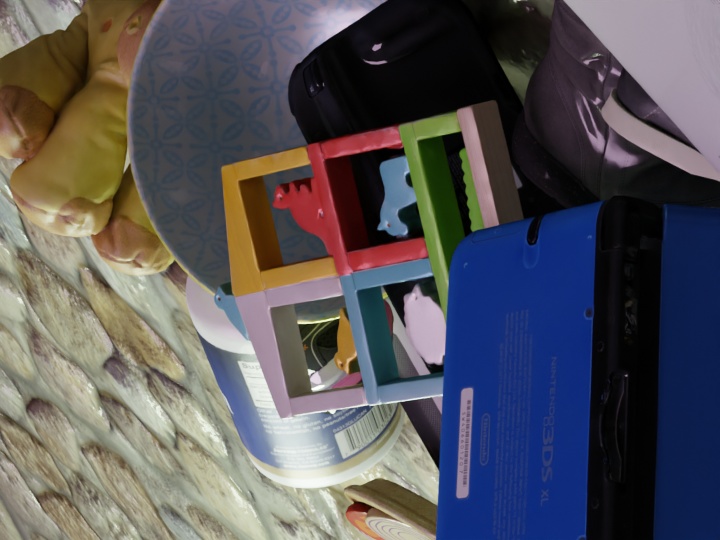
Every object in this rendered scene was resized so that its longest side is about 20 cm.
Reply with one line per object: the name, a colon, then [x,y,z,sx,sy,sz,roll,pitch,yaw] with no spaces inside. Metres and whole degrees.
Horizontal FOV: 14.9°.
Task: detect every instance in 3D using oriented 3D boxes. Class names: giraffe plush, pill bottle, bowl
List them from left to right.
giraffe plush: [-0.102,-0.115,1.553,0.172,0.201,0.162,33,150,-25]
pill bottle: [-0.046,0.033,1.727,0.111,0.111,0.201,32,152,40]
bowl: [-0.013,-0.077,1.445,0.200,0.200,0.108,44,-159,17]

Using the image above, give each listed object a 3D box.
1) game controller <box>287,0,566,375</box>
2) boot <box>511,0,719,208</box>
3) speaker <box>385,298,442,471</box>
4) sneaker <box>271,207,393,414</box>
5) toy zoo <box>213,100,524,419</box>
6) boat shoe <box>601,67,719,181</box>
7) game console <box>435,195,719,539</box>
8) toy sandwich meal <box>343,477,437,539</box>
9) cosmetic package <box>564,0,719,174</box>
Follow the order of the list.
game controller: [0.044,-0.037,1.343,0.201,0.104,0.042,62,-170,10]
boot: [0.153,-0.053,1.241,0.200,0.070,0.132,35,145,16]
speaker: [0.065,0.071,1.606,0.081,0.081,0.201,17,142,56]
sneaker: [-0.031,-0.022,1.534,0.086,0.080,0.201,38,-154,-33]
toy zoo: [0.000,0.000,1.334,0.199,0.020,0.132,-10,94,42]
boat shoe: [0.196,-0.051,1.139,0.199,0.068,0.072,29,-163,20]
game console: [0.130,0.078,1.208,0.118,0.201,0.170,14,163,-37]
toy sandwich meal: [0.063,0.198,1.601,0.205,0.070,0.205,33,172,6]
cosmetic package: [0.176,-0.123,0.987,0.200,0.123,0.199,50,159,7]
